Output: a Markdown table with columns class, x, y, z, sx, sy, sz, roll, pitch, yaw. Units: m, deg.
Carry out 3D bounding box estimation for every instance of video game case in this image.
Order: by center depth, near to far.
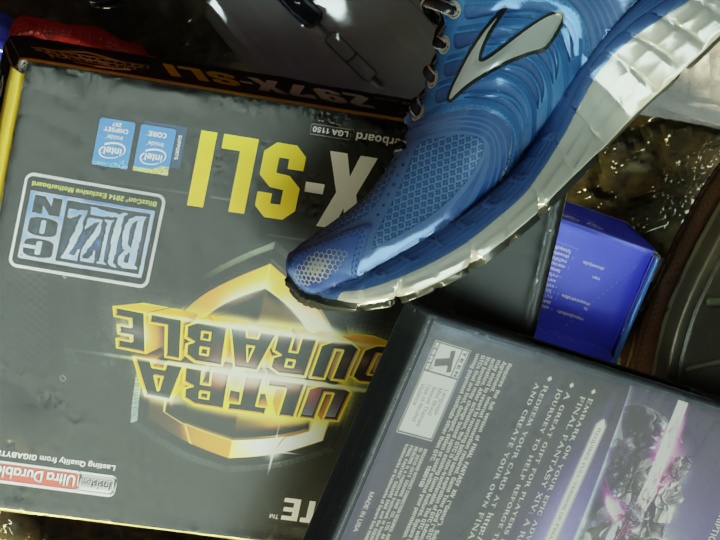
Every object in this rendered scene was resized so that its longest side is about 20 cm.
| class | x | y | z | sx | sy | sz | roll | pitch | yaw |
| --- | --- | --- | --- | --- | --- | --- | --- | --- | --- |
| video game case | 0.063 | 0.099 | 1.038 | 0.200 | 0.019 | 0.143 | 17 | 99 | -42 |

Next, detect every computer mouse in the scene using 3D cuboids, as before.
| class | x | y | z | sx | sy | sz | roll | pitch | yaw |
| --- | --- | --- | --- | --- | --- | --- | --- | --- | --- |
| computer mouse | -0.013 | -0.096 | 1.062 | 0.110 | 0.044 | 0.200 | -42 | 125 | 18 |

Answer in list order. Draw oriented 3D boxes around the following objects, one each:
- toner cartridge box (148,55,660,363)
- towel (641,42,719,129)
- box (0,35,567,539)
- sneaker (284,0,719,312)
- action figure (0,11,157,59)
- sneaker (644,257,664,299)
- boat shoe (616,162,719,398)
| class | x | y | z | sx | sy | sz | roll | pitch | yaw |
| --- | --- | --- | --- | --- | --- | --- | --- | --- | --- |
| toner cartridge box | 0.000 | 0.000 | 1.069 | 0.200 | 0.043 | 0.095 | 19 | 103 | -17 |
| towel | 0.107 | -0.118 | 1.019 | 0.132 | 0.035 | 0.200 | 9 | 146 | 18 |
| box | -0.039 | 0.013 | 1.016 | 0.200 | 0.049 | 0.160 | 9 | 103 | -15 |
| sneaker | 0.044 | -0.066 | 0.958 | 0.089 | 0.079 | 0.200 | 45 | 86 | -3 |
| action figure | -0.132 | -0.072 | 1.053 | 0.200 | 0.052 | 0.065 | 25 | 115 | -31 |
| sneaker | 0.051 | 0.070 | 1.162 | 0.200 | 0.114 | 0.076 | -23 | 129 | 5 |
| boat shoe | 0.117 | 0.039 | 1.109 | 0.072 | 0.068 | 0.200 | 9 | 106 | -37 |
